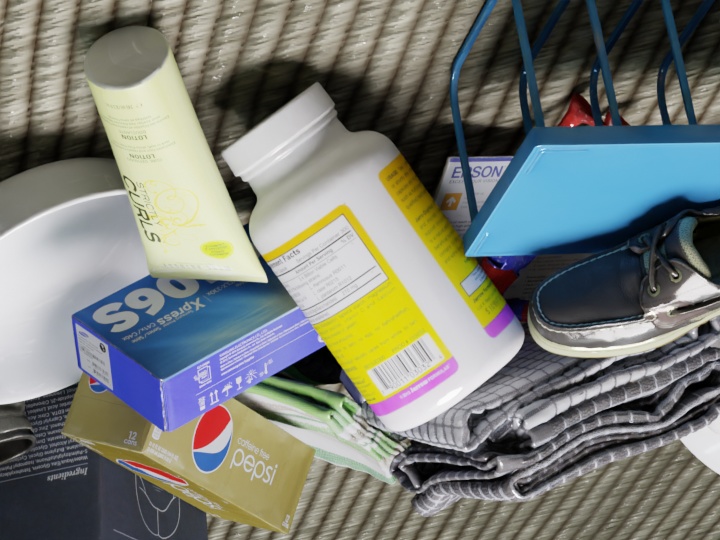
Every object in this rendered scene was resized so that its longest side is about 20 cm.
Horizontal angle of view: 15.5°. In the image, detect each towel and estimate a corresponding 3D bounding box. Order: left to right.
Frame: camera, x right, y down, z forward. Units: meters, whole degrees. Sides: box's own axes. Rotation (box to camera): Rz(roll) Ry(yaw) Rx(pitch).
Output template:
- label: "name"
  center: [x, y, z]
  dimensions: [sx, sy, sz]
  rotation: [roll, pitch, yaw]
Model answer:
- label: "towel"
  center: [-0.055, 0.099, 1.796]
  dimensions: [0.149, 0.031, 0.200]
  rotation: [13, 169, 18]
- label: "towel"
  center: [0.123, 0.088, 1.681]
  dimensions: [0.199, 0.086, 0.165]
  rotation: [-25, -171, -23]

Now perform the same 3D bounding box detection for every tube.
- label: "tube"
  center: [-0.111, -0.057, 1.554]
  dimensions: [0.052, 0.058, 0.200]
  rotation: [-35, 142, -15]

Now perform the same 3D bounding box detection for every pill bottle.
- label: "pill bottle"
  center: [0.003, -0.011, 1.584]
  dimensions: [0.104, 0.200, 0.104]
  rotation: [-35, -175, 3]

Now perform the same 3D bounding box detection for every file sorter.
- label: "file sorter"
  center: [0.164, -0.093, 1.556]
  dimensions: [0.199, 0.123, 0.139]
  rotation: [-2, 154, -17]

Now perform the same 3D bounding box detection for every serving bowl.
- label: "serving bowl"
  center: [-0.199, -0.004, 1.657]
  dimensions: [0.200, 0.066, 0.200]
  rotation: [-25, 151, -14]

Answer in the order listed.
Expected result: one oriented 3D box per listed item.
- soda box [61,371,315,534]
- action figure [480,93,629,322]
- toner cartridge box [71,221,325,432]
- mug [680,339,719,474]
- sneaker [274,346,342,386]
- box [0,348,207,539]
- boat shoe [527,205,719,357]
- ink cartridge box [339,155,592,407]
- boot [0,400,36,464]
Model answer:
- label: "soda box"
  center: [-0.109, 0.113, 1.738]
  dimensions: [0.068, 0.064, 0.200]
  rotation: [11, 166, 31]
- label: "action figure"
  center: [0.110, -0.002, 1.668]
  dimensions: [0.065, 0.099, 0.200]
  rotation: [20, 116, -43]
- label: "toner cartridge box"
  center: [-0.072, 0.022, 1.652]
  dimensions: [0.200, 0.095, 0.043]
  rotation: [-29, 134, -31]
- label: "mug"
  center: [0.300, 0.055, 1.864]
  dimensions: [0.175, 0.148, 0.200]
  rotation: [-38, 180, 32]
- label: "sneaker"
  center: [-0.086, 0.053, 1.840]
  dimensions: [0.085, 0.078, 0.200]
  rotation: [-23, 152, 32]
- label: "box"
  center: [-0.185, 0.124, 1.802]
  dimensions: [0.107, 0.201, 0.148]
  rotation: [-14, 156, 22]
- label: "boat shoe"
  center: [0.192, -0.005, 1.536]
  dimensions: [0.200, 0.072, 0.066]
  rotation: [-12, 146, 5]
- label: "ink cartridge box"
  center: [0.099, -0.004, 1.758]
  dimensions: [0.196, 0.043, 0.201]
  rotation: [-3, 125, -33]
- label: "boot"
  center: [-0.313, 0.070, 1.724]
  dimensions: [0.199, 0.131, 0.068]
  rotation: [-3, 155, -5]
